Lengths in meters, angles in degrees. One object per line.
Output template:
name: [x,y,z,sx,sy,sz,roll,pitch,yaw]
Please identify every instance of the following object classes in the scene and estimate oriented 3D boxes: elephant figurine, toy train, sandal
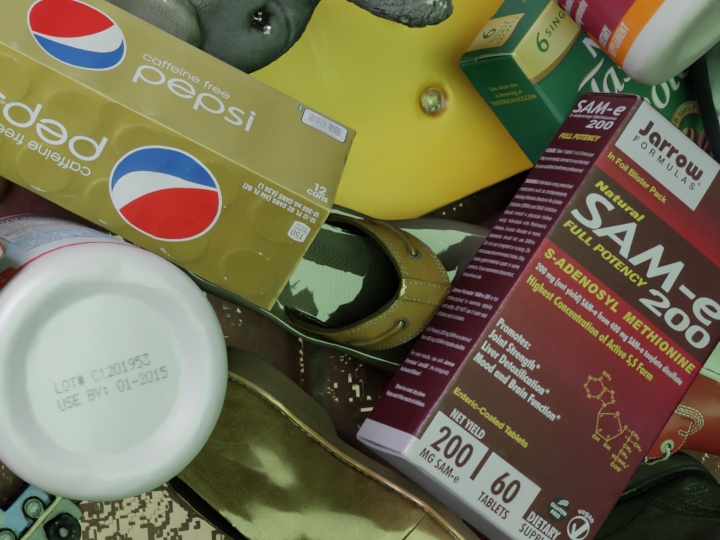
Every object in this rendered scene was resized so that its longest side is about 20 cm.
elephant figurine: [-0.089,-0.132,1.173,0.200,0.155,0.142,44,70,-13]
toy train: [-0.204,0.170,1.228,0.046,0.034,0.200,44,81,-7]
sandal: [0.000,0.000,1.231,0.199,0.055,0.082,21,89,-6]

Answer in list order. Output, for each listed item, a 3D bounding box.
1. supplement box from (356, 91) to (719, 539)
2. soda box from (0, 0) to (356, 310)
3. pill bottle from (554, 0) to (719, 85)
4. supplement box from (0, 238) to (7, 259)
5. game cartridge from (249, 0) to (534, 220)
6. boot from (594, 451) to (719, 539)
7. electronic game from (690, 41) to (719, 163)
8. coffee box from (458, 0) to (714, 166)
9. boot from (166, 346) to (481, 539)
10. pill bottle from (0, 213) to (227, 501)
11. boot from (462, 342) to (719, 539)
supplement box: [0.101,0.028,1.210,0.109,0.061,0.201,37,80,-21]
soda box: [-0.107,-0.066,1.118,0.199,0.064,0.068,27,128,-7]
pill bottle: [0.102,-0.191,1.200,0.109,0.110,0.200,-41,78,-12]
supplement box: [-0.243,-0.027,1.099,0.103,0.200,0.131,-47,109,-9]
game cartridge: [0.015,-0.129,1.279,0.175,0.032,0.201,-23,101,-17]
boot: [0.149,0.169,1.278,0.199,0.174,0.069,-32,121,-15]
electronic game: [0.236,-0.093,1.322,0.199,0.041,0.201,13,71,-41]
coffee box: [0.144,-0.073,1.294,0.200,0.044,0.123,52,59,-24]
boot: [-0.009,0.127,1.257,0.200,0.074,0.076,37,65,-3]
pill bottle: [-0.137,0.032,1.146,0.108,0.200,0.110,-2,97,-20]
boot: [0.126,0.095,1.289,0.199,0.072,0.145,23,65,-7]
